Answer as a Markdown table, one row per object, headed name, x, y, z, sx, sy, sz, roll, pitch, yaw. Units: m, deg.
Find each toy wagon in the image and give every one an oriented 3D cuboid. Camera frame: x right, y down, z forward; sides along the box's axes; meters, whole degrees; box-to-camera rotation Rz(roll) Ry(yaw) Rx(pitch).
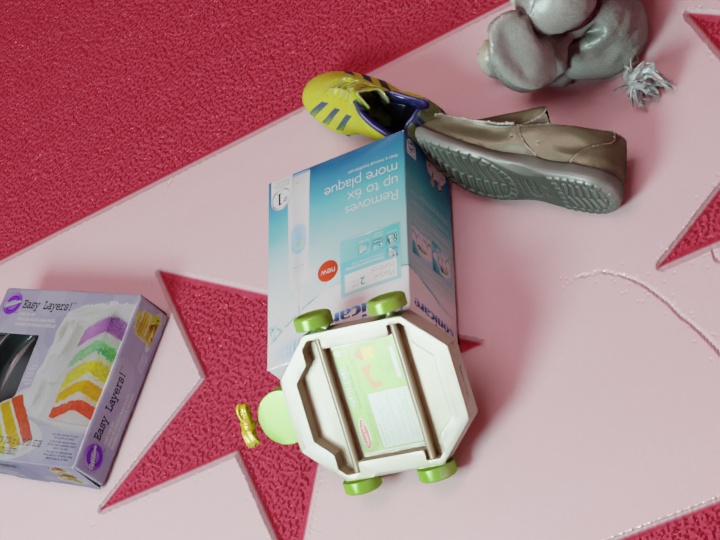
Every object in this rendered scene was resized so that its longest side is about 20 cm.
| name | x | y | z | sx | sy | sz | roll | pitch | yaw |
| --- | --- | --- | --- | --- | --- | --- | --- | --- | --- |
| toy wagon | -0.007 | 0.105 | 1.575 | 0.200 | 0.040 | 0.155 | -13 | 98 | 26 |

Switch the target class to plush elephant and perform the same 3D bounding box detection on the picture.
| name | x | y | z | sx | sy | sz | roll | pitch | yaw |
| --- | --- | --- | --- | --- | --- | --- | --- | --- | --- |
| plush elephant | 0.169 | -0.230 | 1.645 | 0.165 | 0.155 | 0.200 | -46 | 44 | 3 |

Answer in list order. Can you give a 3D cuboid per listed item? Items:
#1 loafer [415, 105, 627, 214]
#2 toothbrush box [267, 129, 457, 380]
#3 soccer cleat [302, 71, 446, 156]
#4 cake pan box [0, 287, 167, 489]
| name | x | y | z | sx | sy | sz | roll | pitch | yaw |
| --- | --- | --- | --- | --- | --- | --- | --- | --- | --- |
| loafer | 0.141 | -0.101 | 1.641 | 0.200 | 0.075 | 0.070 | 16 | 66 | 27 |
| toothbrush box | 0.000 | 0.000 | 1.673 | 0.146 | 0.085 | 0.200 | -19 | 53 | 26 |
| soccer cleat | 0.009 | -0.153 | 1.766 | 0.200 | 0.084 | 0.065 | 28 | 81 | 45 |
| cake pan box | -0.297 | 0.108 | 1.851 | 0.200 | 0.052 | 0.184 | 4 | 62 | 39 |
